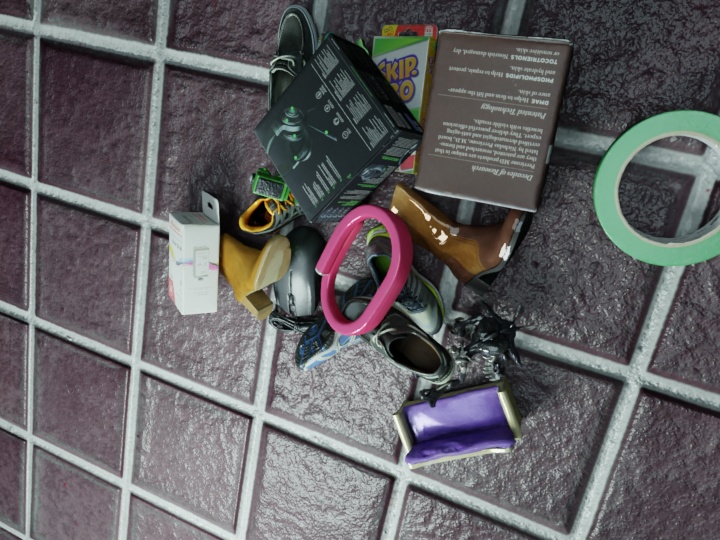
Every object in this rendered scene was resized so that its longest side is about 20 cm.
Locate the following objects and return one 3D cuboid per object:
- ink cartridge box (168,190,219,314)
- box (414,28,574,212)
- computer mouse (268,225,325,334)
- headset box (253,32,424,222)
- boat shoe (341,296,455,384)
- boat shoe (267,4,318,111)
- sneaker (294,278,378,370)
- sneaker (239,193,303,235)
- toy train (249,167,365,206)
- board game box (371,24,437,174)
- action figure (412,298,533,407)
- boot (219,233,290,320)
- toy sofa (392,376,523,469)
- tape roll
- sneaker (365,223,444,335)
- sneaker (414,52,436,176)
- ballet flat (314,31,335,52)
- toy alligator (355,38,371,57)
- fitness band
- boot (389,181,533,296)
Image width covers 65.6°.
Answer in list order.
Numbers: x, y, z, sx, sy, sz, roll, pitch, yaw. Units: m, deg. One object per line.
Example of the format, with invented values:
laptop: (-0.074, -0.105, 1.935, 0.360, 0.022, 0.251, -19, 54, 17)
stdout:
ink cartridge box: (-0.301, -0.036, 1.005, 0.116, 0.067, 0.203, 27, 116, 55)
box: (0.183, -0.201, 0.756, 0.162, 0.166, 0.203, 12, 106, 17)
computer mouse: (-0.108, 0.025, 0.981, 0.136, 0.053, 0.203, 9, 105, 20)
headset box: (-0.037, -0.188, 0.794, 0.200, 0.092, 0.175, -42, 73, 28)
boat shoe: (0.050, 0.097, 0.833, 0.199, 0.067, 0.072, 33, 96, 25)
boat shoe: (-0.110, -0.319, 0.895, 0.071, 0.071, 0.203, 7, 104, 19)
sneaker: (-0.029, 0.106, 0.940, 0.199, 0.076, 0.077, -41, 127, 13)
sneaker: (-0.124, -0.119, 0.943, 0.199, 0.077, 0.079, -37, 85, 22)
toy train: (-0.078, -0.117, 0.887, 0.197, 0.057, 0.042, 14, 110, -19)
board game box: (0.054, -0.247, 0.803, 0.095, 0.030, 0.203, 15, 104, 34)
action figure: (0.173, 0.124, 0.867, 0.199, 0.102, 0.120, -33, 76, 13)
boot: (-0.195, -0.021, 0.961, 0.144, 0.070, 0.203, 45, 137, 23)
toy sofa: (0.155, 0.246, 0.904, 0.198, 0.097, 0.084, -19, 95, 25)
tape roll: (0.419, -0.109, 0.750, 0.197, 0.048, 0.204, 4, 103, 20)
sneaker: (0.064, 0.029, 0.886, 0.073, 0.081, 0.201, -28, 107, 30)
sneaker: (0.080, -0.243, 0.834, 0.078, 0.074, 0.203, 11, 106, 13)
ballet flat: (-0.052, -0.269, 0.889, 0.071, 0.072, 0.204, -9, 97, 22)
toy alligator: (0.022, -0.253, 0.865, 0.053, 0.059, 0.203, 2, 102, 20)
fitness band: (0.000, 0.000, 0.819, 0.144, 0.037, 0.201, 50, 122, 36)
boot: (0.139, -0.075, 0.829, 0.199, 0.069, 0.189, 38, 153, 11)
